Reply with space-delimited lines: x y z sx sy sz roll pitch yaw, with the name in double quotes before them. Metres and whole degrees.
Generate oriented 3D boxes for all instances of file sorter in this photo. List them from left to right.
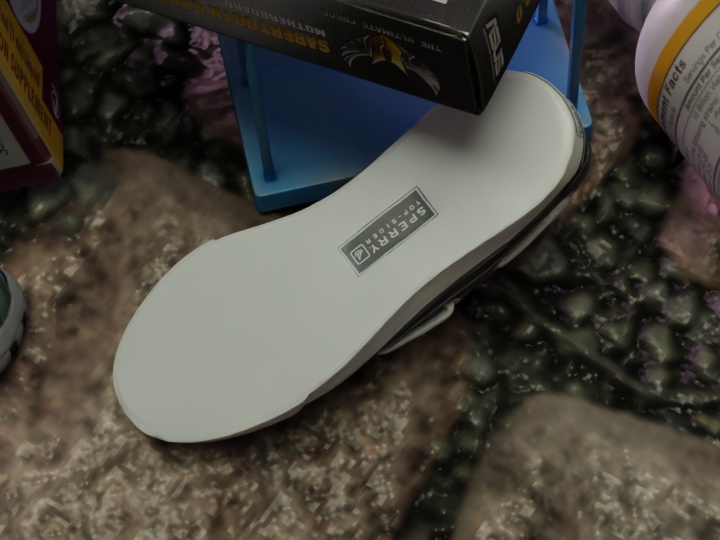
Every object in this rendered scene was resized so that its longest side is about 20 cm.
"file sorter" 0.003 -0.151 0.836 0.138 0.123 0.201 -12 61 -4

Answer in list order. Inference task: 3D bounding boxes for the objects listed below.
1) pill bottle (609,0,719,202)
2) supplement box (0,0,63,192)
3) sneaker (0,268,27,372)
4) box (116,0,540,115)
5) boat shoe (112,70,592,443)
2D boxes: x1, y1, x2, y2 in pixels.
"pill bottle" 0.173 -0.066 0.787 0.112 0.113 0.201 -28 64 -12
"supplement box" -0.184 -0.141 0.829 0.102 0.131 0.201 -11 62 6
"sneaker" -0.225 -0.012 0.789 0.198 0.088 0.075 7 62 6
"box" -0.018 -0.156 0.740 0.199 0.048 0.159 18 66 18
"boat shoe" 0.000 0.000 0.786 0.200 0.068 0.072 -38 72 7
